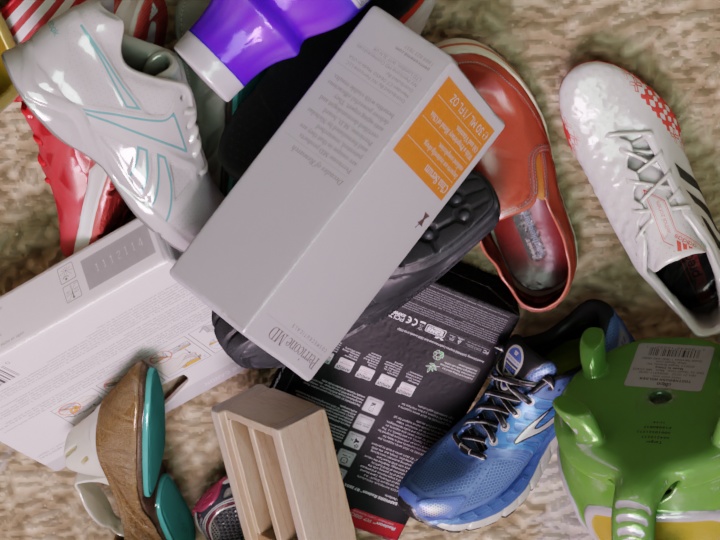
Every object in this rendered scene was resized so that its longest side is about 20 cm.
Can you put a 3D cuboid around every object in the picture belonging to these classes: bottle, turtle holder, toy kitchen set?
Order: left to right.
[{"bbox_3d":[-0.125,0.194,1.488,0.199,0.163,0.182,-25,113,-30],"label":"toy kitchen set"},{"bbox_3d":[-0.026,-0.187,1.348,0.200,0.065,0.084,-46,118,-1],"label":"bottle"},{"bbox_3d":[0.196,0.127,1.410,0.140,0.186,0.133,-13,121,-7],"label":"turtle holder"}]

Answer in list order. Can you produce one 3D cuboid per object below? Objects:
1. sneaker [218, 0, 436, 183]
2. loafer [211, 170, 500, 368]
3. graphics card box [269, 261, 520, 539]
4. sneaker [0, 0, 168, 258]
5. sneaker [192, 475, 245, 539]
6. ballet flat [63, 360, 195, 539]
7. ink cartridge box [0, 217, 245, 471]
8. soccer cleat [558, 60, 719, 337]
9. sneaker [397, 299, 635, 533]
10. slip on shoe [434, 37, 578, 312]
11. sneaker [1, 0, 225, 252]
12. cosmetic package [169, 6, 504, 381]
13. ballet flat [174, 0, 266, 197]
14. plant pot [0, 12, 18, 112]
[{"bbox_3d":[-0.004,-0.119,1.421,0.202,0.067,0.108,-53,152,-6],"label":"sneaker"},{"bbox_3d":[0.000,0.000,1.433,0.200,0.068,0.070,-30,154,7],"label":"loafer"},{"bbox_3d":[0.010,0.077,1.531,0.125,0.051,0.201,21,117,-12],"label":"graphics card box"},{"bbox_3d":[-0.192,-0.103,1.433,0.115,0.078,0.201,21,120,9],"label":"sneaker"},{"bbox_3d":[-0.033,0.215,1.590,0.200,0.075,0.081,40,111,-19],"label":"sneaker"},{"bbox_3d":[-0.161,0.136,1.535,0.072,0.068,0.201,3,140,9],"label":"ballet flat"},{"bbox_3d":[-0.172,0.051,1.499,0.199,0.045,0.176,-29,152,13],"label":"ink cartridge box"},{"bbox_3d":[0.188,-0.045,1.449,0.068,0.085,0.201,-24,116,12],"label":"soccer cleat"},{"bbox_3d":[0.098,0.088,1.485,0.200,0.078,0.089,-40,135,-18],"label":"sneaker"},{"bbox_3d":[0.092,-0.059,1.453,0.074,0.061,0.201,-19,117,10],"label":"slip on shoe"},{"bbox_3d":[-0.123,-0.081,1.352,0.080,0.071,0.200,-39,128,6],"label":"sneaker"},{"bbox_3d":[-0.012,-0.044,1.350,0.200,0.071,0.101,-52,150,-1],"label":"cosmetic package"},{"bbox_3d":[-0.092,-0.086,1.444,0.063,0.067,0.201,14,120,22],"label":"ballet flat"},{"bbox_3d":[-0.356,-0.135,1.326,0.199,0.196,0.195,-7,118,33],"label":"plant pot"}]
